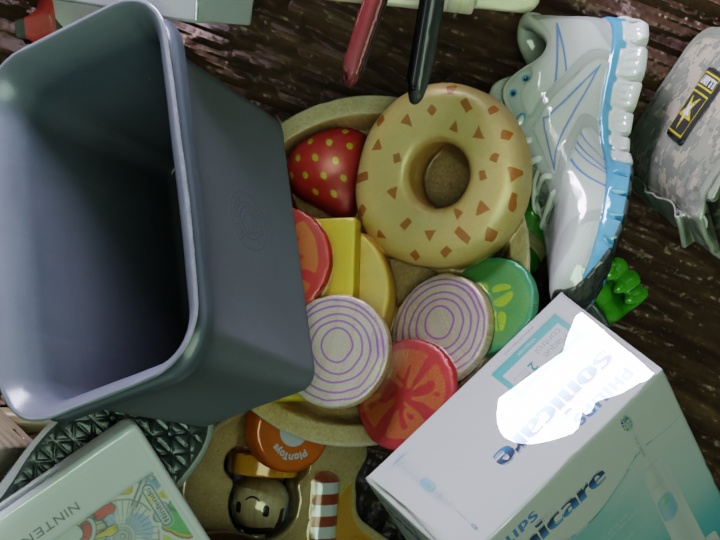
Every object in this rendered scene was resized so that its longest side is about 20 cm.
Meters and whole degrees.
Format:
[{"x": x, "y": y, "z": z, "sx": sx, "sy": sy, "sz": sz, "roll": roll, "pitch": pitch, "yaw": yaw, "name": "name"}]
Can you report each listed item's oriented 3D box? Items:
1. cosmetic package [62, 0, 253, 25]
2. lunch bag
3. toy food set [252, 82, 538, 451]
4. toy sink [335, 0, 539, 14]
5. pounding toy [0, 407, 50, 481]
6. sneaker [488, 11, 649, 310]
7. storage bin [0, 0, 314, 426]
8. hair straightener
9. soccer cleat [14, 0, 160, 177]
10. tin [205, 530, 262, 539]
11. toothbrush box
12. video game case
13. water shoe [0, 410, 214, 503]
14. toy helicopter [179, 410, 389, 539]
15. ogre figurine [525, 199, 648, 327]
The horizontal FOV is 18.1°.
[{"x": -0.138, "y": -0.216, "z": 1.186, "sx": 0.199, "sy": 0.052, "sz": 0.152, "roll": 14, "pitch": 102, "yaw": 34, "name": "cosmetic package"}, {"x": 0.246, "y": -0.081, "z": 1.249, "sx": 0.199, "sy": 0.164, "sz": 0.118, "roll": -23, "pitch": 106, "yaw": -2, "name": "lunch bag"}, {"x": 0.000, "y": 0.000, "z": 1.217, "sx": 0.199, "sy": 0.049, "sz": 0.199, "roll": -3, "pitch": 78, "yaw": 18, "name": "toy food set"}, {"x": 0.017, "y": -0.210, "z": 1.230, "sx": 0.199, "sy": 0.112, "sz": 0.131, "roll": 6, "pitch": 99, "yaw": -7, "name": "toy sink"}, {"x": -0.266, "y": 0.098, "z": 1.250, "sx": 0.184, "sy": 0.142, "sz": 0.200, "roll": 42, "pitch": 92, "yaw": 7, "name": "pounding toy"}, {"x": 0.105, "y": -0.063, "z": 1.246, "sx": 0.086, "sy": 0.201, "sz": 0.075, "roll": 13, "pitch": 142, "yaw": -5, "name": "sneaker"}, {"x": -0.107, "y": -0.011, "z": 1.159, "sx": 0.145, "sy": 0.134, "sz": 0.201, "roll": -22, "pitch": 63, "yaw": 28, "name": "storage bin"}, {"x": 0.053, "y": -0.182, "z": 1.168, "sx": 0.076, "sy": 0.041, "sz": 0.201, "roll": 16, "pitch": 93, "yaw": -7, "name": "hair straightener"}, {"x": -0.134, "y": -0.064, "z": 1.263, "sx": 0.085, "sy": 0.069, "sz": 0.201, "roll": -11, "pitch": 96, "yaw": 0, "name": "soccer cleat"}, {"x": -0.114, "y": 0.219, "z": 1.217, "sx": 0.199, "sy": 0.042, "sz": 0.112, "roll": -29, "pitch": 102, "yaw": -14, "name": "tin"}, {"x": 0.110, "y": 0.134, "z": 1.208, "sx": 0.146, "sy": 0.085, "sz": 0.200, "roll": -43, "pitch": 140, "yaw": -9, "name": "toothbrush box"}, {"x": -0.142, "y": 0.208, "z": 1.173, "sx": 0.182, "sy": 0.023, "sz": 0.201, "roll": -34, "pitch": 108, "yaw": -12, "name": "video game case"}, {"x": -0.166, "y": 0.128, "z": 1.215, "sx": 0.200, "sy": 0.079, "sz": 0.072, "roll": -40, "pitch": 90, "yaw": -11, "name": "water shoe"}, {"x": -0.025, "y": 0.158, "z": 1.301, "sx": 0.200, "sy": 0.079, "sz": 0.133, "roll": 34, "pitch": 76, "yaw": -25, "name": "toy helicopter"}, {"x": 0.048, "y": 0.002, "z": 1.278, "sx": 0.200, "sy": 0.098, "sz": 0.120, "roll": 34, "pitch": 83, "yaw": -21, "name": "ogre figurine"}]
